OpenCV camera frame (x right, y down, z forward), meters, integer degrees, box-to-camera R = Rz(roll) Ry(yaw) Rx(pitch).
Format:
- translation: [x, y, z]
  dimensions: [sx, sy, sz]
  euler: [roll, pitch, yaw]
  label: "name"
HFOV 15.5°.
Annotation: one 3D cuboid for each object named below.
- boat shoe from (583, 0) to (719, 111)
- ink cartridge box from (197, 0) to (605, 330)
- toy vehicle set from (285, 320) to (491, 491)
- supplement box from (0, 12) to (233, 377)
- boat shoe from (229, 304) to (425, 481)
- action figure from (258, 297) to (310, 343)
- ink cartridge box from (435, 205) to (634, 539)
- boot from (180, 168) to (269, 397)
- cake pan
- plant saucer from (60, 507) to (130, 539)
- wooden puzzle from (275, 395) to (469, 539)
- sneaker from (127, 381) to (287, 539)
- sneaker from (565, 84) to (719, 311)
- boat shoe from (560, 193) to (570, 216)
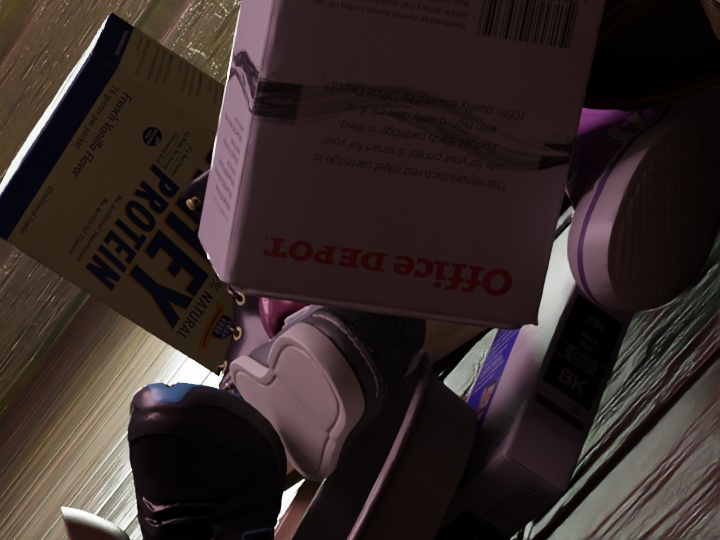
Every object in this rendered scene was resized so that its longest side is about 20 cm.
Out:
- translation: [0.174, -0.117, 1.157]
  dimensions: [0.199, 0.076, 0.074]
  euler: [-23, 28, 30]
  label: "boat shoe"
- translation: [0.019, -0.088, 1.152]
  dimensions: [0.084, 0.144, 0.201]
  euler: [-128, 48, -70]
  label: "ink cartridge box"
- translation: [-0.008, 0.080, 1.511]
  dimensions: [0.124, 0.027, 0.200]
  euler: [-31, -8, -38]
  label: "toy vehicle set"
- translation: [-0.123, -0.050, 1.749]
  dimensions: [0.135, 0.199, 0.200]
  euler: [-56, 9, 10]
  label: "supplement box"
- translation: [-0.013, 0.050, 1.262]
  dimensions: [0.062, 0.073, 0.200]
  euler: [-37, -3, -16]
  label: "boat shoe"
- translation: [0.000, 0.000, 1.337]
  dimensions: [0.200, 0.149, 0.134]
  euler: [-41, 25, 27]
  label: "action figure"
- translation: [0.088, 0.044, 1.260]
  dimensions: [0.099, 0.039, 0.200]
  euler: [-47, 14, 50]
  label: "ink cartridge box"
- translation: [-0.071, 0.022, 1.592]
  dimensions: [0.203, 0.154, 0.073]
  euler: [-35, -7, 4]
  label: "boot"
- translation: [-0.005, 0.132, 1.220]
  dimensions: [0.201, 0.037, 0.200]
  euler: [-60, 5, 8]
  label: "cake pan"
- translation: [-0.117, 0.218, 1.391]
  dimensions: [0.034, 0.201, 0.200]
  euler: [-15, 7, -6]
  label: "plant saucer"
- translation: [-0.011, 0.162, 1.392]
  dimensions: [0.185, 0.037, 0.200]
  euler: [-59, 14, -23]
  label: "wooden puzzle"
- translation: [-0.073, 0.135, 1.297]
  dimensions: [0.201, 0.073, 0.082]
  euler: [77, -160, -45]
  label: "sneaker"
- translation: [0.107, -0.041, 1.221]
  dimensions: [0.114, 0.073, 0.201]
  euler: [-4, 28, 26]
  label: "sneaker"
- translation: [0.092, -0.051, 1.491]
  dimensions: [0.200, 0.073, 0.069]
  euler: [-60, 6, 41]
  label: "boat shoe"
